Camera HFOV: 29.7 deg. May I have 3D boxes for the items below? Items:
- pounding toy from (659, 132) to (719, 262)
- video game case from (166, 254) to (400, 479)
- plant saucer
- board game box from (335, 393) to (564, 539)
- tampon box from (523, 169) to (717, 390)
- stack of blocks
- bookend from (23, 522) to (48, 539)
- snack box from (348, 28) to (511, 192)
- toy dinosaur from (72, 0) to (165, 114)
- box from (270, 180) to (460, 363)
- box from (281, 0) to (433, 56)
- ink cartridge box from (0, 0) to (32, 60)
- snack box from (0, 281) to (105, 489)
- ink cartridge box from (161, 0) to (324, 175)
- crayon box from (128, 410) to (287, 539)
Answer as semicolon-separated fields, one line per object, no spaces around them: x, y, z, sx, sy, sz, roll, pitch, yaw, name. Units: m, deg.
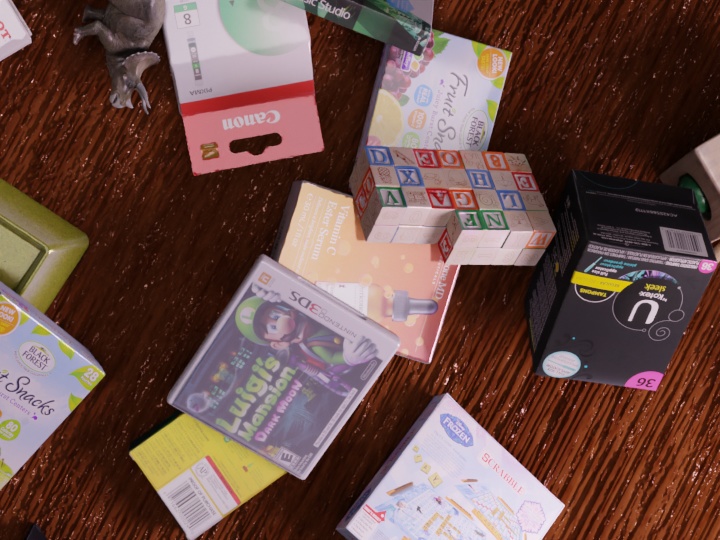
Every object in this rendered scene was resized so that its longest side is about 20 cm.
0.439;-0.087;1.554;0.199;0.184;0.143;-30;85;-5;pounding toy
-0.084;0.109;1.474;0.181;0.023;0.201;31;108;-12;video game case
-0.433;-0.005;1.493;0.199;0.048;0.201;33;88;-9;plant saucer
0.106;0.283;1.557;0.200;0.041;0.200;44;68;-8;board game box
0.282;0.014;1.507;0.148;0.127;0.201;8;130;-7;tampon box
0.098;-0.069;1.461;0.198;0.059;0.116;1;51;-23;stack of blocks
-0.387;0.426;1.502;0.198;0.092;0.201;-34;96;-4;bookend
0.079;-0.169;1.551;0.141;0.053;0.202;14;91;-10;snack box
-0.252;-0.282;1.475;0.101;0.077;0.202;16;115;-6;toy dinosaur
0.000;0.000;1.523;0.198;0.106;0.154;17;91;-8;box
-0.015;-0.315;1.488;0.198;0.145;0.037;19;125;-8;box
-0.470;-0.260;1.444;0.199;0.084;0.147;-31;108;-6;ink cartridge box
-0.404;0.129;1.460;0.200;0.068;0.169;-49;130;-3;snack box
-0.131;-0.221;1.523;0.159;0.050;0.202;-11;93;-7;ink cartridge box
-0.147;0.196;1.542;0.199;0.051;0.128;-34;97;-4;crayon box
